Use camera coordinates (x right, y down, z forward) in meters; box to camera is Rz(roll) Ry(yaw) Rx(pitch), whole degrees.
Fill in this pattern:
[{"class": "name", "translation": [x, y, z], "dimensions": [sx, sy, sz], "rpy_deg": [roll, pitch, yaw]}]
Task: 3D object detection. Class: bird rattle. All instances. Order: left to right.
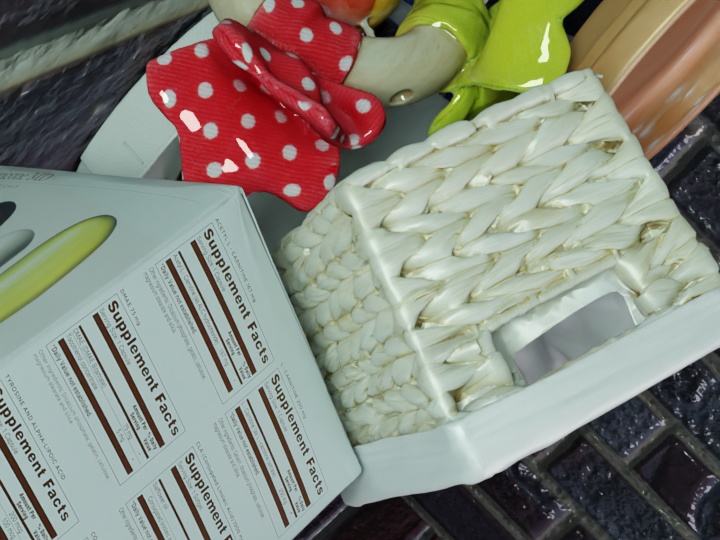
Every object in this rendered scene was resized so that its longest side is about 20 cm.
[{"class": "bird rattle", "translation": [-0.008, -0.109, 0.641], "dimensions": [0.200, 0.163, 0.113], "rpy_deg": [-16, 155, -23]}]

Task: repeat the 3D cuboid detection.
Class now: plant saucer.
[{"class": "plant saucer", "translation": [0.148, -0.110, 0.701], "dimensions": [0.200, 0.037, 0.200], "rpy_deg": [-41, 164, -14]}]

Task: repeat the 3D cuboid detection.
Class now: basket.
[{"class": "basket", "translation": [0.043, 0.014, 0.626], "dimensions": [0.135, 0.124, 0.200], "rpy_deg": [-26, 176, -18]}]

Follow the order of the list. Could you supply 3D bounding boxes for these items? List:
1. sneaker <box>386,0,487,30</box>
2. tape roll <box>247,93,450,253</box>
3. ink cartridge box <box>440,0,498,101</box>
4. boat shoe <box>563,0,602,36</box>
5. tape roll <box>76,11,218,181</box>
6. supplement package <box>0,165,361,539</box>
[{"class": "sneaker", "translation": [0.056, -0.196, 0.881], "dimensions": [0.115, 0.081, 0.199], "rpy_deg": [-51, 178, 15]}, {"class": "tape roll", "translation": [0.000, 0.000, 0.842], "dimensions": [0.139, 0.203, 0.203], "rpy_deg": [-41, 172, -21]}, {"class": "ink cartridge box", "translation": [0.092, -0.158, 1.026], "dimensions": [0.200, 0.041, 0.200], "rpy_deg": [-75, -169, -50]}, {"class": "boat shoe", "translation": [0.082, -0.159, 0.760], "dimensions": [0.093, 0.199, 0.075], "rpy_deg": [82, 12, -56]}, {"class": "tape roll", "translation": [-0.080, -0.089, 0.837], "dimensions": [0.203, 0.037, 0.203], "rpy_deg": [-43, 173, -7]}, {"class": "supplement package", "translation": [-0.148, 0.070, 0.600], "dimensions": [0.191, 0.147, 0.200], "rpy_deg": [7, -143, 45]}]
